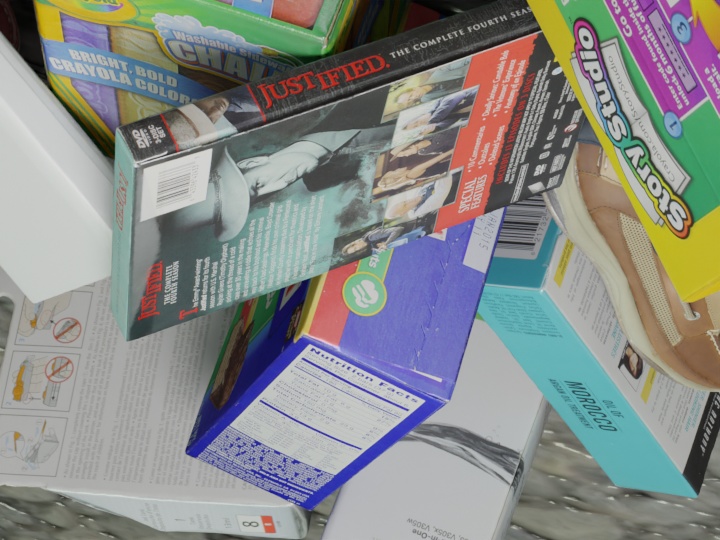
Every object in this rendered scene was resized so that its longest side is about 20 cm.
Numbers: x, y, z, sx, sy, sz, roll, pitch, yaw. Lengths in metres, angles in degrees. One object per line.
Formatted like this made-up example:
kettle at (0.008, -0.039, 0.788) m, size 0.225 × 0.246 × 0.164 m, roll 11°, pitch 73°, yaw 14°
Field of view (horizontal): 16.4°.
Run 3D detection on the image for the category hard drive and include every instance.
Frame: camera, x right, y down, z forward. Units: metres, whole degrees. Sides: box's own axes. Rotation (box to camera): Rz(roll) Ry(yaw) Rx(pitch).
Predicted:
hard drive at (-0.174, -0.076, 1.051) m, size 0.200 × 0.026 × 0.132 m, roll 50°, pitch 155°, yaw -12°

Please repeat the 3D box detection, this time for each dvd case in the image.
dvd case at (-0.001, -0.043, 0.970) m, size 0.200 × 0.022 × 0.146 m, roll -21°, pitch 157°, yaw -16°

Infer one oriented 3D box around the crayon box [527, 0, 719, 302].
crayon box at (0.120, -0.110, 0.830) m, size 0.200 × 0.058 × 0.173 m, roll 64°, pitch 155°, yaw 8°

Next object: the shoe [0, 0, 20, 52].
shoe at (-0.208, -0.150, 1.123) m, size 0.091 × 0.072 × 0.200 m, roll -6°, pitch 144°, yaw 42°

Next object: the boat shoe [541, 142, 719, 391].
boat shoe at (0.152, -0.006, 1.129) m, size 0.072 × 0.076 × 0.200 m, roll -1°, pitch 149°, yaw 36°

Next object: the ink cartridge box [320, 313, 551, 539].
ink cartridge box at (0.042, 0.102, 1.278) m, size 0.084 × 0.200 × 0.146 m, roll 19°, pitch 155°, yaw 6°

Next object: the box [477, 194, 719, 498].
box at (0.119, 0.026, 1.208) m, size 0.049 × 0.082 × 0.200 m, roll 5°, pitch 150°, yaw 34°

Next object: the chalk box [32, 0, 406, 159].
chalk box at (-0.050, -0.128, 0.979) m, size 0.124 × 0.125 × 0.200 m, roll 19°, pitch 156°, yaw 6°

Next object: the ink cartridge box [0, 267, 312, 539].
ink cartridge box at (-0.115, 0.055, 1.314) m, size 0.199 × 0.163 × 0.050 m, roll 2°, pitch 151°, yaw 13°

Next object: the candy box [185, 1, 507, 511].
candy box at (0.000, 0.000, 1.145) m, size 0.077 × 0.169 × 0.200 m, roll 24°, pitch 155°, yaw -11°

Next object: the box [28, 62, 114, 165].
box at (-0.212, -0.073, 1.202) m, size 0.200 × 0.156 × 0.041 m, roll 21°, pitch 113°, yaw 2°

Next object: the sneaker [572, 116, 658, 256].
sneaker at (0.168, -0.019, 1.029) m, size 0.200 × 0.074 × 0.081 m, roll 51°, pitch 133°, yaw -5°
